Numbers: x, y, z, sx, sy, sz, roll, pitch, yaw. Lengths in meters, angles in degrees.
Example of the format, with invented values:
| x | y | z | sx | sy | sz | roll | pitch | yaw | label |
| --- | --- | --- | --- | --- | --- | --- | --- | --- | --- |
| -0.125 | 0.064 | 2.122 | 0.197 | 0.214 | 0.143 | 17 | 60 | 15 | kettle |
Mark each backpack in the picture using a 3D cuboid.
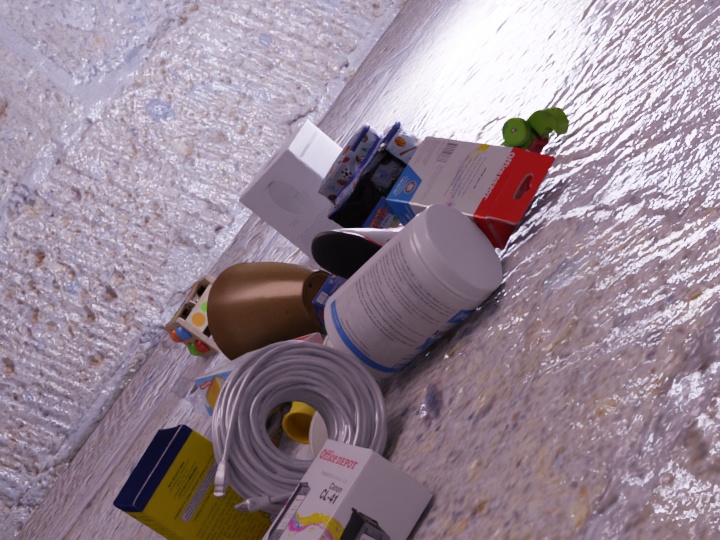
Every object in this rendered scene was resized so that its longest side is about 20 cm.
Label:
| x | y | z | sx | sy | sz | roll | pitch | yaw | label |
| --- | --- | --- | --- | --- | --- | --- | --- | --- | --- |
| 0.029 | -0.170 | 1.764 | 0.191 | 0.154 | 0.200 | -49 | 7 | -29 | backpack |

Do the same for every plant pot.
| x | y | z | sx | sy | sz | roll | pitch | yaw | label |
| --- | --- | --- | --- | --- | --- | --- | --- | --- | --- |
| -0.126 | 0.063 | 1.687 | 0.200 | 0.186 | 0.187 | -13 | 38 | 45 | plant pot |

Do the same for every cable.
| x | y | z | sx | sy | sz | roll | pitch | yaw | label |
| --- | --- | --- | --- | --- | --- | --- | --- | --- | --- |
| -0.070 | 0.181 | 1.139 | 0.069 | 0.199 | 0.201 | 114 | 156 | -62 | cable |

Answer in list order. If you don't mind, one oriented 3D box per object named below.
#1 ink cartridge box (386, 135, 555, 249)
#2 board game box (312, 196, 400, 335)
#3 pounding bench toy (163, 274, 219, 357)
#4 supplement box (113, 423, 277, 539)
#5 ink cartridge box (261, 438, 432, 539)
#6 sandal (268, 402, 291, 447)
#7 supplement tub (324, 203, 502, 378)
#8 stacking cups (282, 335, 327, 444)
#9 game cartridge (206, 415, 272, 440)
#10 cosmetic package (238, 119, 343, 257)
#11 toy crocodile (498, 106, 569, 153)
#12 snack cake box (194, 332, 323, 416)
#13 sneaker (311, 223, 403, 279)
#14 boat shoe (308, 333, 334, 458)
| x | y | z | sx | sy | sz | roll | pitch | yaw | label |
| --- | --- | --- | --- | --- | --- | --- | --- | --- | --- |
| 0.148 | -0.099 | 1.278 | 0.199 | 0.067 | 0.116 | 15 | 63 | 38 | ink cartridge box |
| 0.000 | 0.000 | 1.543 | 0.200 | 0.034 | 0.135 | -57 | -16 | -16 | board game box |
| -0.388 | 0.124 | 2.409 | 0.156 | 0.124 | 0.200 | -59 | 15 | -23 | pounding bench toy |
| -0.172 | 0.282 | 1.185 | 0.110 | 0.200 | 0.109 | -59 | 16 | -24 | supplement box |
| -0.035 | 0.278 | 1.003 | 0.200 | 0.086 | 0.148 | -57 | 15 | -15 | ink cartridge box |
| -0.135 | 0.233 | 1.492 | 0.077 | 0.070 | 0.212 | -19 | 4 | 15 | sandal |
| 0.061 | 0.028 | 1.218 | 0.200 | 0.132 | 0.132 | -42 | 17 | 33 | supplement tub |
| -0.057 | 0.159 | 1.422 | 0.060 | 0.060 | 0.200 | -43 | 15 | 32 | stacking cups |
| -0.207 | 0.264 | 1.684 | 0.200 | 0.041 | 0.133 | -41 | 14 | 38 | game cartridge |
| -0.107 | -0.167 | 2.081 | 0.199 | 0.200 | 0.123 | -38 | 17 | 43 | cosmetic package |
| 0.204 | -0.153 | 1.365 | 0.067 | 0.062 | 0.200 | -6 | -32 | -50 | toy crocodile |
| -0.149 | 0.161 | 1.534 | 0.115 | 0.067 | 0.200 | -24 | 3 | -42 | snack cake box |
| 0.037 | -0.031 | 1.361 | 0.108 | 0.200 | 0.068 | -77 | -9 | -70 | sneaker |
| -0.019 | 0.168 | 1.261 | 0.074 | 0.060 | 0.201 | -19 | 51 | 27 | boat shoe |
